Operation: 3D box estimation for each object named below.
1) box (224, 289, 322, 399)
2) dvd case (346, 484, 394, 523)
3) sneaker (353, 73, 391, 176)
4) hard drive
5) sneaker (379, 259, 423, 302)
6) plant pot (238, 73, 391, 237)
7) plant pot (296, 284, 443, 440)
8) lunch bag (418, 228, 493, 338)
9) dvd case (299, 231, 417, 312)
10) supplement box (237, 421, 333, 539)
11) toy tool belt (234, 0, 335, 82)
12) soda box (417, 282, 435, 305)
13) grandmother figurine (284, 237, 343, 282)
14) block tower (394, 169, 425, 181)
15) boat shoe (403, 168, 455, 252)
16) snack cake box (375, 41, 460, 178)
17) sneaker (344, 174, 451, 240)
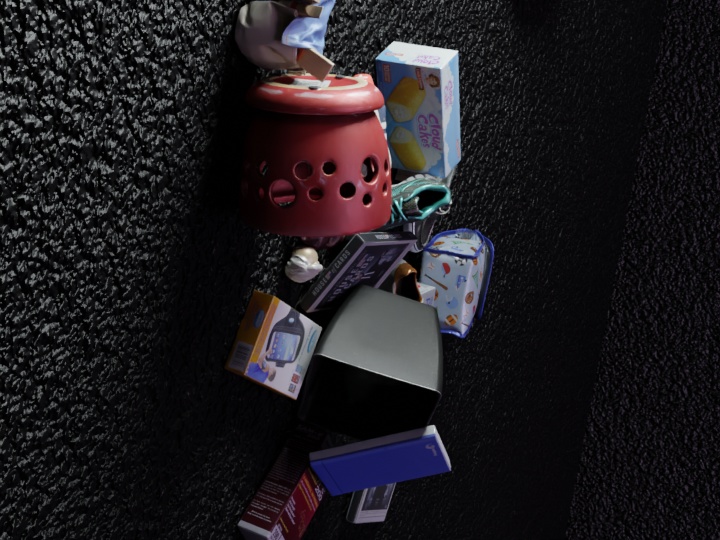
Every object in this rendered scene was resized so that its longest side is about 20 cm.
[{"bbox_3d":[-0.119,0.115,1.564,0.200,0.041,0.120,38,70,-61],"label":"box"},{"bbox_3d":[0.039,0.381,2.033,0.150,0.025,0.201,25,82,-65],"label":"dvd case"},{"bbox_3d":[0.013,-0.214,1.619,0.200,0.074,0.085,84,14,-53],"label":"sneaker"},{"bbox_3d":[0.033,0.301,1.673,0.132,0.199,0.025,65,14,-53],"label":"hard drive"},{"bbox_3d":[0.066,0.080,1.852,0.072,0.085,0.201,-15,115,-31],"label":"sneaker"},{"bbox_3d":[-0.055,-0.153,1.363,0.200,0.199,0.184,-27,125,-57],"label":"plant pot"},{"bbox_3d":[0.028,0.144,1.677,0.200,0.198,0.178,106,1,-51],"label":"plant pot"},{"bbox_3d":[0.184,0.018,2.042,0.200,0.123,0.171,-42,142,-70],"label":"lunch bag"},{"bbox_3d":[0.000,0.000,1.681,0.150,0.025,0.200,-50,162,20],"label":"dvd case"},{"bbox_3d":[-0.110,0.356,1.692,0.200,0.061,0.109,-59,150,-32],"label":"supplement box"},{"bbox_3d":[-0.068,-0.340,1.318,0.125,0.122,0.201,4,100,-64],"label":"toy tool belt"},{"bbox_3d":[0.085,0.124,1.955,0.068,0.063,0.201,-19,121,-59],"label":"soda box"},{"bbox_3d":[-0.059,-0.077,1.568,0.121,0.060,0.201,25,84,-37],"label":"grandmother figurine"},{"bbox_3d":[0.111,-0.237,1.821,0.054,0.058,0.201,2,101,-64],"label":"block tower"},{"bbox_3d":[0.127,-0.126,1.893,0.072,0.071,0.201,-14,117,-62],"label":"boat shoe"},{"bbox_3d":[0.096,-0.257,1.707,0.067,0.114,0.201,-50,145,-42],"label":"snack cake box"},{"bbox_3d":[0.056,-0.101,1.670,0.199,0.091,0.078,-25,106,-20],"label":"sneaker"}]
